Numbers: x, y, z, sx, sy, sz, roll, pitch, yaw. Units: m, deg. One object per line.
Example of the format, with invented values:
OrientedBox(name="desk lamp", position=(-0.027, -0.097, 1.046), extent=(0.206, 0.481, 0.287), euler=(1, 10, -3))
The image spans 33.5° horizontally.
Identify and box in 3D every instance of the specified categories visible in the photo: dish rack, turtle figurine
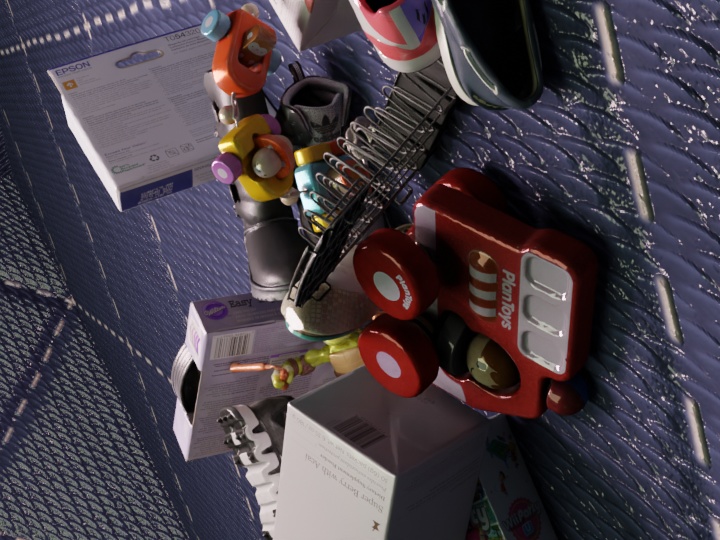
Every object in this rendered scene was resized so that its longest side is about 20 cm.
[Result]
OrientedBox(name="dish rack", position=(0.003, -0.068, 0.863), extent=(0.054, 0.200, 0.154), euler=(35, 153, 7))
OrientedBox(name="turtle figurine", position=(-0.011, 0.095, 1.142), extent=(0.065, 0.199, 0.162), euler=(-93, -20, -50))

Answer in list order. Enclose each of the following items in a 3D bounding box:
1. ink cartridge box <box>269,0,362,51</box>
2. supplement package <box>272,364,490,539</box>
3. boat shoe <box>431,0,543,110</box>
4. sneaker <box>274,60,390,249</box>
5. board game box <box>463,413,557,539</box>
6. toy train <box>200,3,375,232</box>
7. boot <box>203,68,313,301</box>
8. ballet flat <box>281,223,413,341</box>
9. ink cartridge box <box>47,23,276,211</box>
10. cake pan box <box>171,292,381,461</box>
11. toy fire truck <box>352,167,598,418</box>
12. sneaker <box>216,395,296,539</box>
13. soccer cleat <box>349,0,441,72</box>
OrientedBox(name="ink cartridge box", position=(-0.059, -0.294, 0.957), extent=(0.201, 0.067, 0.117), euler=(60, 159, 16))
OrientedBox(name="supplement package", position=(0.011, 0.198, 0.986), extent=(0.121, 0.119, 0.201), euler=(28, 124, 34))
OrientedBox(name="boat shoe", position=(0.064, -0.192, 0.734), extent=(0.062, 0.074, 0.201), euler=(26, 136, 64))
OrientedBox(name="sneaker", position=(-0.027, -0.094, 1.066), extent=(0.201, 0.075, 0.114), euler=(60, 162, 28))
OrientedBox(name="board game box", position=(0.099, 0.241, 1.048), extent=(0.147, 0.064, 0.201), euler=(-28, 85, 48))
OrientedBox(name="toy train", position=(-0.046, -0.119, 0.955), extent=(0.055, 0.151, 0.199), euler=(-10, 147, 44))
OrientedBox(name="boot", position=(-0.085, -0.083, 1.047), extent=(0.165, 0.065, 0.202), euler=(-155, 55, -70))
OrientedBox(name="ballet flat", position=(0.000, 0.000, 0.958), extent=(0.067, 0.200, 0.063), euler=(24, 112, 20))
OrientedBox(name="ink cartridge box", position=(-0.205, -0.168, 1.274), extent=(0.200, 0.195, 0.043), euler=(54, 154, 34))
OrientedBox(name="cake pan box", position=(-0.088, 0.099, 1.196), extent=(0.052, 0.199, 0.185), euler=(56, 146, 41))
OrientedBox(name="toy fire truck", position=(0.093, 0.034, 0.872), extent=(0.167, 0.112, 0.201), euler=(30, 142, 32))
OrientedBox(name="sneaker", position=(-0.054, 0.204, 1.107), extent=(0.066, 0.090, 0.201), euler=(-24, 88, 59))
OrientedBox(name="soccer cleat", position=(0.003, -0.230, 0.817), extent=(0.201, 0.068, 0.073), euler=(69, -171, 24))
